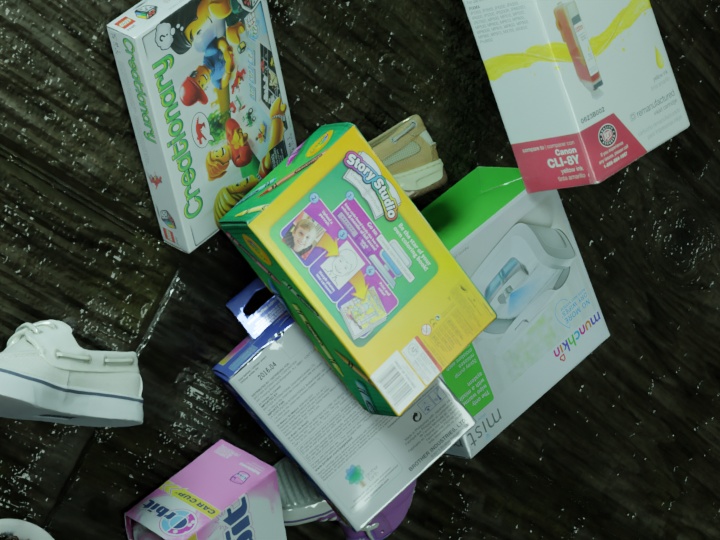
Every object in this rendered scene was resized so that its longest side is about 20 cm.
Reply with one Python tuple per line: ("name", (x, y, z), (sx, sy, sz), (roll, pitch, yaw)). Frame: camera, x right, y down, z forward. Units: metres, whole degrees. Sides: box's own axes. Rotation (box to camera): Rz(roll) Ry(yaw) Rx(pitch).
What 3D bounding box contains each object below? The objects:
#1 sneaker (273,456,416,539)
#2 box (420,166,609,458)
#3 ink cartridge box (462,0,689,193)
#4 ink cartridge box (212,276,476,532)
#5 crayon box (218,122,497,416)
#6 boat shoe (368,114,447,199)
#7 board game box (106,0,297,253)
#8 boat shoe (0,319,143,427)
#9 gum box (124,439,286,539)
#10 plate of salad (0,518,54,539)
("sneaker", (-0.013, 0.207, 1.910), (0.200, 0.073, 0.114), (-21, 129, -44))
("box", (0.098, 0.034, 1.892), (0.200, 0.097, 0.177), (-37, 117, -33))
("ink cartridge box", (0.181, -0.186, 1.846), (0.145, 0.083, 0.200), (-31, 106, -39))
("ink cartridge box", (-0.023, 0.088, 1.751), (0.136, 0.076, 0.200), (-42, 105, -9))
("crayon box", (0.000, 0.000, 1.675), (0.119, 0.058, 0.200), (-44, 108, -20))
("boat shoe", (-0.021, -0.076, 1.749), (0.200, 0.072, 0.076), (-23, 100, -39))
("board game box", (-0.113, -0.127, 1.619), (0.126, 0.035, 0.200), (-40, 137, -30))
("boat shoe", (-0.231, 0.070, 1.571), (0.200, 0.071, 0.070), (13, 72, -50))
("gum box", (-0.120, 0.256, 1.806), (0.113, 0.066, 0.200), (-37, 136, -34))
("plate of salad", (-0.288, 0.282, 1.627), (0.200, 0.048, 0.200), (-28, 130, -39))
